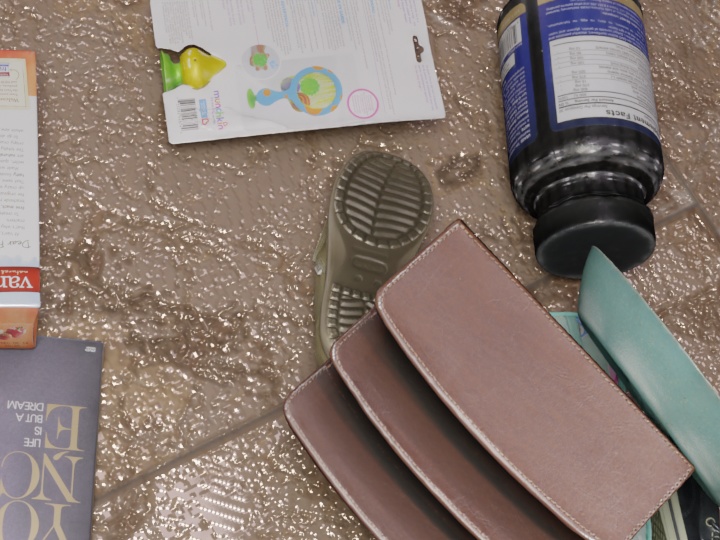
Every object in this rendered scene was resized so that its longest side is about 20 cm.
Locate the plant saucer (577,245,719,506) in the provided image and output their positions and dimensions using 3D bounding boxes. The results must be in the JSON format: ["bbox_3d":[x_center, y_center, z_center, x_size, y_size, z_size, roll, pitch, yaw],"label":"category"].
[{"bbox_3d":[0.190,0.076,0.986,0.036,0.200,0.201,-37,76,4],"label":"plant saucer"}]

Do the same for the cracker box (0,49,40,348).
[{"bbox_3d":[-0.274,-0.049,1.029,0.132,0.058,0.202,2,58,-15],"label":"cracker box"}]

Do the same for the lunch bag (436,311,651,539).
[{"bbox_3d":[0.105,0.117,1.047,0.158,0.077,0.202,2,63,-15],"label":"lunch bag"}]

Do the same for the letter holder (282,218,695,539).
[{"bbox_3d":[0.067,0.101,0.942,0.142,0.101,0.200,-40,81,-25],"label":"letter holder"}]

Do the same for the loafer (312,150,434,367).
[{"bbox_3d":[0.000,0.000,1.085,0.075,0.069,0.201,21,47,-7],"label":"loafer"}]

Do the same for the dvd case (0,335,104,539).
[{"bbox_3d":[-0.236,0.130,0.980,0.147,0.016,0.202,6,63,-13],"label":"dvd case"}]

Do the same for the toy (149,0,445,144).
[{"bbox_3d":[-0.048,-0.144,1.155,0.197,0.047,0.117,-5,68,-14],"label":"toy"}]

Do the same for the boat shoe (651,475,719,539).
[{"bbox_3d":[0.220,0.185,1.049,0.061,0.075,0.202,2,58,-8],"label":"boat shoe"}]

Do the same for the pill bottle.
[{"bbox_3d":[0.159,-0.103,1.155,0.110,0.112,0.202,5,63,-13],"label":"pill bottle"}]
